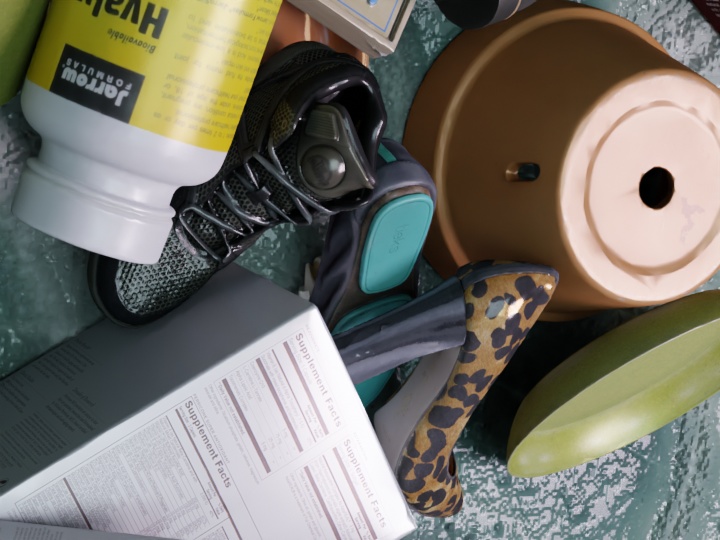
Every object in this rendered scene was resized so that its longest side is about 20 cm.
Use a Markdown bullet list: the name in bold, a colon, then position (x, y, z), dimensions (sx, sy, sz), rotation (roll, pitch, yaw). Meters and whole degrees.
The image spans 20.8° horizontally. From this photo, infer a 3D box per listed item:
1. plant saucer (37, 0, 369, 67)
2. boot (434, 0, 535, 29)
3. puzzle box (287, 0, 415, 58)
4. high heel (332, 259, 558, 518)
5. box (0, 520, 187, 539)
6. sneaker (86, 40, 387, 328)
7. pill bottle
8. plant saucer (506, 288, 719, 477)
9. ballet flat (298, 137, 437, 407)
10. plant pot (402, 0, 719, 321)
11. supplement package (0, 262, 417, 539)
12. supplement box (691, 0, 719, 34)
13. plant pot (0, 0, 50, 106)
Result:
- **plant saucer**: position (-0.091, -0.122, 1.115), dimensions (0.199, 0.037, 0.201), rotation (-6, 103, -25)
- **boot**: position (0.078, -0.251, 1.119), dimensions (0.138, 0.077, 0.201), rotation (-25, 107, -40)
- **puzzle box**: position (0.000, -0.239, 1.115), dimensions (0.133, 0.025, 0.201), rotation (30, 72, -28)
- **high heel**: position (0.073, 0.077, 1.173), dimensions (0.142, 0.072, 0.200), rotation (-24, 138, 5)
- **box**: position (-0.178, 0.195, 0.982), dimensions (0.199, 0.036, 0.145), rotation (6, 113, -1)
- **sneaker**: position (-0.063, -0.044, 1.062), dimensions (0.199, 0.114, 0.076), rotation (-42, 113, -10)
- **pill bottle**: position (-0.108, -0.111, 1.001), dimensions (0.111, 0.111, 0.201), rotation (16, 98, -27)
- **plant saucer**: position (0.172, 0.065, 1.217), dimensions (0.199, 0.200, 0.031), rotation (-21, 68, -21)
- **ballet flat**: position (0.000, 0.000, 1.153), dimensions (0.073, 0.073, 0.201), rotation (-12, 141, -23)
- **plant pot**: position (0.142, -0.060, 1.181), dimensions (0.199, 0.140, 0.201), rotation (-5, 101, -24)
- **supplement package**: position (-0.107, 0.114, 1.088), dimensions (0.199, 0.152, 0.151), rotation (-31, 112, -17)
- **supplement box**: position (0.276, -0.226, 1.180), dimensions (0.200, 0.197, 0.133), rotation (43, 80, -25)
- **plant pot**: position (-0.220, -0.185, 0.978), dimensions (0.186, 0.187, 0.201), rotation (-10, 120, -24)
